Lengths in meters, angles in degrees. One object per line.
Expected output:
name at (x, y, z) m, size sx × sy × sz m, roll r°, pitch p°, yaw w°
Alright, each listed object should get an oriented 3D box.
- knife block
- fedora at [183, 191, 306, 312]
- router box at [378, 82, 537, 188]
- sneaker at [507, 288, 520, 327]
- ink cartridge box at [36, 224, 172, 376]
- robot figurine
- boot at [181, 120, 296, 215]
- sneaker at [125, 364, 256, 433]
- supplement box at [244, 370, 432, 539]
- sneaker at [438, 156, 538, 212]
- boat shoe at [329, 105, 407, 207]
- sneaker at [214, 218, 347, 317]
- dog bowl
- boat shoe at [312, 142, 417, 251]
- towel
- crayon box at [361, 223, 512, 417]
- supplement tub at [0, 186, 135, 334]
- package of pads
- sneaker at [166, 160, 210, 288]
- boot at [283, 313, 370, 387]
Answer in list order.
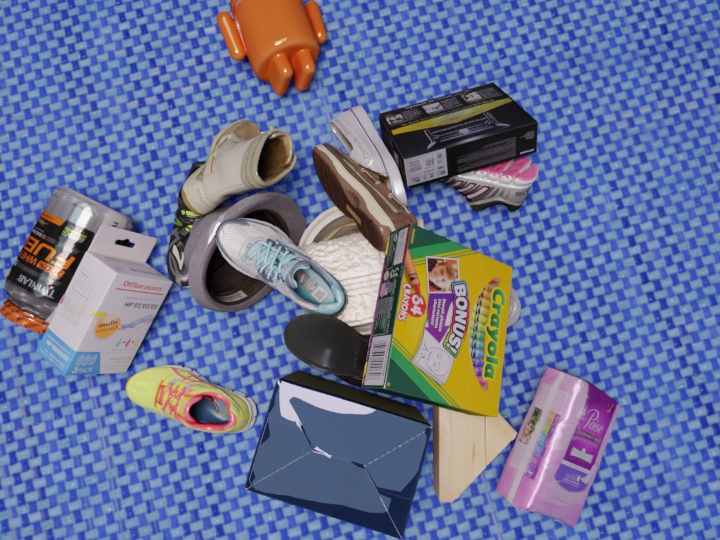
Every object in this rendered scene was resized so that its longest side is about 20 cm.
knife block at (0.133, 0.208, 0.794) m, size 0.200 × 0.064 × 0.176 m, roll -44°, pitch 84°, yaw -5°
fedora at (-0.184, -0.037, 0.794) m, size 0.090 × 0.177 × 0.200 m, roll 31°, pitch 79°, yaw 34°
router box at (0.141, -0.209, 0.807) m, size 0.198 × 0.052 × 0.158 m, roll -16°, pitch 41°, yaw -2°
sneaker at (0.136, 0.075, 0.780) m, size 0.199 × 0.080 × 0.077 m, roll -17°, pitch 106°, yaw -21°
ink cartridge box at (-0.354, 0.046, 0.765) m, size 0.068 × 0.115 × 0.201 m, roll 30°, pitch 94°, yaw 21°
robot figurine at (-0.137, -0.383, 0.840) m, size 0.143 × 0.117 × 0.201 m, roll -23°, pitch 83°, yaw 16°
boot at (-0.156, -0.170, 0.773) m, size 0.154 × 0.072 × 0.201 m, roll -14°, pitch 38°, yaw 33°
sneaker at (-0.254, 0.189, 0.781) m, size 0.198 × 0.090 × 0.079 m, roll 13°, pitch 85°, yaw 3°
supplement box at (-0.025, 0.232, 0.721) m, size 0.199 × 0.200 × 0.135 m, roll 17°, pitch 83°, yaw 2°
sneaker at (0.171, -0.138, 0.832) m, size 0.199 × 0.088 × 0.074 m, roll 14°, pitch 49°, yaw 21°
boat shoe at (0.010, -0.167, 0.826) m, size 0.065 × 0.074 × 0.201 m, roll -23°, pitch 60°, yaw -4°
sneaker at (-0.098, -0.009, 0.691) m, size 0.199 × 0.086 × 0.078 m, roll 32°, pitch 82°, yaw -6°
dog bowl at (0.000, 0.000, 0.815) m, size 0.198 × 0.074 × 0.202 m, roll 0°, pitch 82°, yaw 0°
boat shoe at (0.006, -0.113, 0.758) m, size 0.074 × 0.075 × 0.203 m, roll -27°, pitch 64°, yaw -19°
towel at (0.013, 0.009, 0.761) m, size 0.198 × 0.034 × 0.134 m, roll -12°, pitch 81°, yaw -1°
crayon box at (0.103, 0.066, 0.670) m, size 0.172 × 0.058 × 0.202 m, roll 19°, pitch 71°, yaw -25°
supplement tub at (-0.434, -0.012, 0.790) m, size 0.122 × 0.123 × 0.201 m, roll 24°, pitch 83°, yaw 3°
package of pads at (0.287, 0.252, 0.764) m, size 0.120 × 0.076 × 0.201 m, roll 29°, pitch 83°, yaw -30°
sneaker at (-0.261, -0.074, 0.818) m, size 0.070 × 0.083 × 0.201 m, roll 11°, pitch 85°, yaw 1°
boot at (-0.018, 0.130, 0.746) m, size 0.199 × 0.174 × 0.070 m, roll 19°, pitch 69°, yaw -6°
